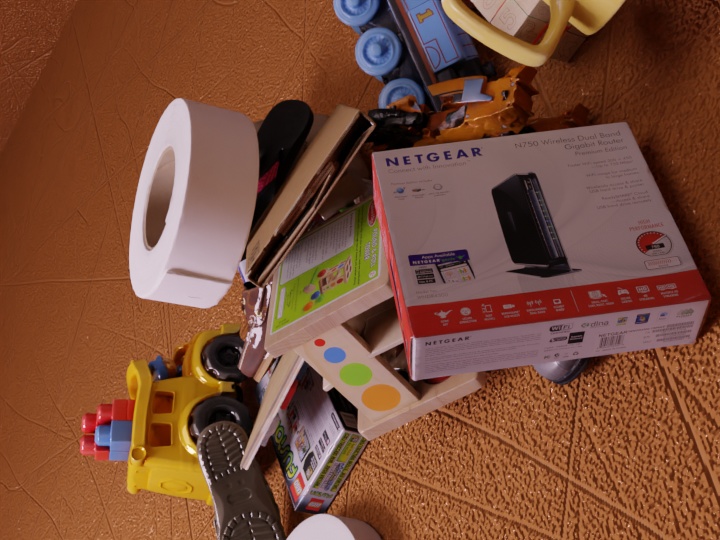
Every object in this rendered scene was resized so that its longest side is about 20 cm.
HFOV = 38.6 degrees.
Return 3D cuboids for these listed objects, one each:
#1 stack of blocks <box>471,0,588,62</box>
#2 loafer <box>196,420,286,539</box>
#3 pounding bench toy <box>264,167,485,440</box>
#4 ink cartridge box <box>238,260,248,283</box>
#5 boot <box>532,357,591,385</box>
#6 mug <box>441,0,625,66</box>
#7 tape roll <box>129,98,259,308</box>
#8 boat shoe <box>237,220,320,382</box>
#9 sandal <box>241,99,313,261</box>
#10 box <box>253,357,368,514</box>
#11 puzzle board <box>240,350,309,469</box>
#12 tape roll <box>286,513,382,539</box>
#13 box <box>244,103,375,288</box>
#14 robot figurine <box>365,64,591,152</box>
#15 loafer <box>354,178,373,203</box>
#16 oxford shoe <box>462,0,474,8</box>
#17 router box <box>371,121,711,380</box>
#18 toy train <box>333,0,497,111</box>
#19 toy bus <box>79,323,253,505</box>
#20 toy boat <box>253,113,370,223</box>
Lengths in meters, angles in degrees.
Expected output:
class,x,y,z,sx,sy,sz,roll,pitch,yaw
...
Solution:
class,x,y,z,sx,sy,sz,roll,pitch,yaw
stack of blocks,0.133,-0.276,0.921,0.059,0.115,0.200,-53,52,31
loafer,-0.119,0.254,1.080,0.067,0.076,0.201,94,164,-87
pounding bench toy,0.021,0.019,0.907,0.124,0.156,0.200,-29,35,24
ink cartridge box,-0.142,-0.047,1.239,0.200,0.047,0.198,-117,11,-53
boot,0.097,0.002,0.812,0.070,0.131,0.200,-55,33,26
mug,0.140,-0.265,0.747,0.150,0.153,0.187,-54,8,49
tape roll,-0.168,-0.065,1.020,0.202,0.071,0.203,-36,49,55
boat shoe,-0.092,0.027,1.100,0.200,0.070,0.070,-63,2,23
sandal,-0.112,-0.102,1.078,0.075,0.045,0.201,13,71,27
box,-0.057,0.150,1.099,0.110,0.035,0.200,-60,31,21
puzzle board,-0.065,0.086,1.029,0.151,0.017,0.200,-75,11,-55
tape roll,-0.035,0.331,0.958,0.203,0.037,0.203,-36,45,48
box,-0.049,-0.074,0.906,0.164,0.021,0.200,-55,10,5
robot figurine,0.093,-0.119,0.892,0.200,0.145,0.058,-3,66,50
loafer,0.000,0.000,1.055,0.072,0.063,0.201,-27,52,53
oxford shoe,0.065,-0.246,1.067,0.071,0.074,0.201,1,75,60
router box,0.117,-0.019,0.730,0.049,0.199,0.180,87,174,-49
toy train,0.054,-0.223,0.995,0.114,0.087,0.201,-25,86,14
toy bus,-0.225,0.163,1.200,0.136,0.191,0.201,110,162,-55
toy boat,-0.067,-0.097,1.197,0.200,0.130,0.131,-116,22,-52
